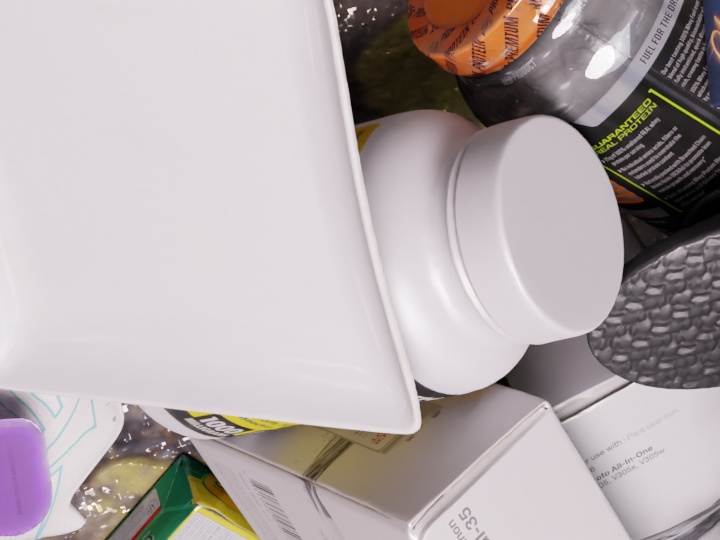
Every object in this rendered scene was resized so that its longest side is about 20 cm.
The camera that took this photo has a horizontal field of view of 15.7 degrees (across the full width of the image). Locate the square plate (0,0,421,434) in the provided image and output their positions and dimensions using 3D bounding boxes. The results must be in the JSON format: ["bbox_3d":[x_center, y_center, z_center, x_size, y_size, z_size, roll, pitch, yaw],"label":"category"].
[{"bbox_3d":[-0.079,-0.034,0.962,0.199,0.028,0.199,5,125,26],"label":"square plate"}]

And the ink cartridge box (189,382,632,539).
[{"bbox_3d":[0.033,0.115,1.102,0.083,0.200,0.147,-41,115,-18],"label":"ink cartridge box"}]

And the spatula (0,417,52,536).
[{"bbox_3d":[-0.225,0.084,1.093,0.198,0.021,0.057,3,119,16],"label":"spatula"}]

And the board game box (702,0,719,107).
[{"bbox_3d":[0.219,-0.132,1.045,0.199,0.035,0.137,-2,85,-35],"label":"board game box"}]

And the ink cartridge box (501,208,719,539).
[{"bbox_3d":[0.126,0.080,1.159,0.084,0.146,0.201,-28,125,1],"label":"ink cartridge box"}]

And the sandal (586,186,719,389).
[{"bbox_3d":[0.178,-0.019,1.021,0.200,0.048,0.075,-33,119,14],"label":"sandal"}]

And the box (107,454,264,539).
[{"bbox_3d":[-0.040,0.180,1.237,0.200,0.048,0.117,34,107,-28],"label":"box"}]

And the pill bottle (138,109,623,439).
[{"bbox_3d":[0.000,0.000,1.040,0.199,0.113,0.112,-13,134,38],"label":"pill bottle"}]

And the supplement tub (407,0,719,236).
[{"bbox_3d":[0.124,-0.086,1.069,0.199,0.123,0.123,28,110,-30],"label":"supplement tub"}]

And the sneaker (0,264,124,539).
[{"bbox_3d":[-0.139,0.037,1.111,0.080,0.071,0.201,1,128,-25],"label":"sneaker"}]
